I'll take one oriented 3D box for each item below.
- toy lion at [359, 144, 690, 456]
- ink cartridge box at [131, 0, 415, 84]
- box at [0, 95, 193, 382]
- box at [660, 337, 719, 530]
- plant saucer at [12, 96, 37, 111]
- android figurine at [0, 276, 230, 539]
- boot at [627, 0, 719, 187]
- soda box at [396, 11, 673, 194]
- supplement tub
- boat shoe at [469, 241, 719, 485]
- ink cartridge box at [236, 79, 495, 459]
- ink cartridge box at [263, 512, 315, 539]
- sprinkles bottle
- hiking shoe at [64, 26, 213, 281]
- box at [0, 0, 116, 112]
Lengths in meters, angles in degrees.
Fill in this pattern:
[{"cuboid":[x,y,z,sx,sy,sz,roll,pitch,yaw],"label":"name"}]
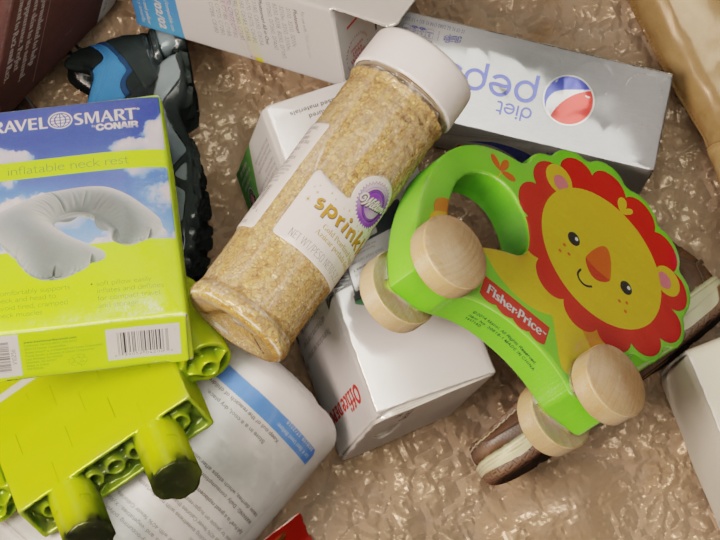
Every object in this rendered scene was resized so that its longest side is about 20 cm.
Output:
[{"cuboid":[0.110,-0.003,1.515,0.200,0.069,0.192,38,44,-18],"label":"toy lion"},{"cuboid":[-0.035,-0.186,1.592,0.199,0.068,0.115,19,53,25],"label":"ink cartridge box"},{"cuboid":[-0.166,-0.029,1.493,0.121,0.048,0.201,-6,48,-6],"label":"box"},{"cuboid":[0.305,0.081,1.585,0.199,0.109,0.129,-21,81,-6],"label":"box"},{"cuboid":[-0.275,-0.083,1.578,0.199,0.032,0.201,15,41,-13],"label":"plant saucer"},{"cuboid":[-0.161,0.072,1.502,0.181,0.041,0.201,-33,46,7],"label":"android figurine"},{"cuboid":[0.279,-0.136,1.649,0.174,0.066,0.201,-15,75,-15],"label":"boot"},{"cuboid":[0.095,-0.108,1.637,0.198,0.063,0.069,13,77,0],"label":"soda box"},{"cuboid":[-0.122,0.132,1.550,0.132,0.132,0.200,41,80,6],"label":"supplement tub"},{"cuboid":[0.138,0.053,1.608,0.202,0.075,0.075,-36,79,-20],"label":"boat shoe"},{"cuboid":[0.000,0.000,1.570,0.084,0.146,0.201,-19,81,-13],"label":"ink cartridge box"},{"cuboid":[-0.079,0.224,1.498,0.162,0.200,0.057,-38,80,-8],"label":"ink cartridge box"},{"cuboid":[-0.017,-0.044,1.467,0.068,0.068,0.201,34,73,5],"label":"sprinkles bottle"},{"cuboid":[-0.141,-0.062,1.606,0.086,0.075,0.201,-9,56,0],"label":"hiking shoe"},{"cuboid":[-0.253,-0.230,1.570,0.199,0.166,0.164,33,53,8],"label":"box"}]
